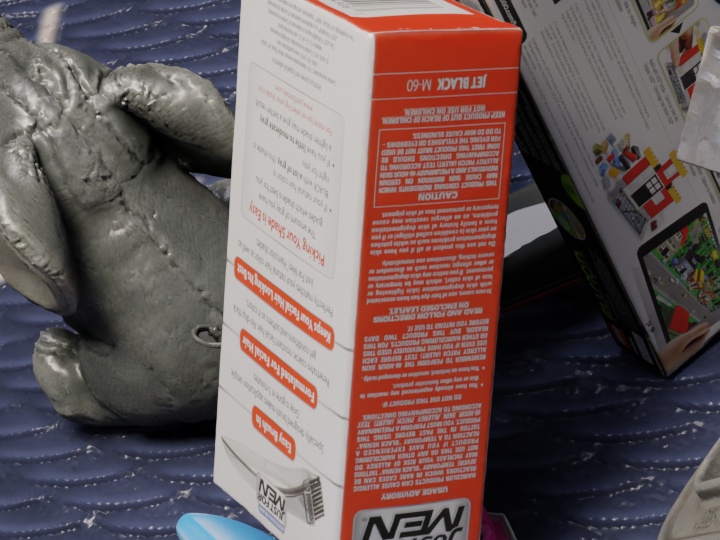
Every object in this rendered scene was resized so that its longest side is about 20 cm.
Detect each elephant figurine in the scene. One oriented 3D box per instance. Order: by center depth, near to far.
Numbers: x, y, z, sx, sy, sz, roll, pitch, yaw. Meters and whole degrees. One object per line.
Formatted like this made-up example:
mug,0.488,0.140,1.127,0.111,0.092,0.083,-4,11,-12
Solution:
elephant figurine,-0.111,-0.033,1.144,0.155,0.200,0.142,-9,41,26

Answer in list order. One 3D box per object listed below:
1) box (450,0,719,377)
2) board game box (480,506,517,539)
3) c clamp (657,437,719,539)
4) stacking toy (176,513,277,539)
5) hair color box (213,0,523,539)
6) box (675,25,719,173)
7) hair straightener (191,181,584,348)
box,0.111,-0.067,1.034,0.110,0.200,0.035,-38,37,-13
board game box,-0.015,0.183,0.970,0.200,0.026,0.200,-28,36,3
c clamp,0.159,0.031,0.951,0.171,0.027,0.200,-50,1,-4
stacking toy,-0.062,0.189,0.907,0.200,0.116,0.110,-50,38,-5
hair color box,0.000,0.000,0.992,0.064,0.200,0.111,-3,19,-26
box,0.228,-0.030,0.923,0.158,0.200,0.050,21,100,44
hair straightener,0.028,-0.010,1.094,0.200,0.077,0.041,-18,54,-6
